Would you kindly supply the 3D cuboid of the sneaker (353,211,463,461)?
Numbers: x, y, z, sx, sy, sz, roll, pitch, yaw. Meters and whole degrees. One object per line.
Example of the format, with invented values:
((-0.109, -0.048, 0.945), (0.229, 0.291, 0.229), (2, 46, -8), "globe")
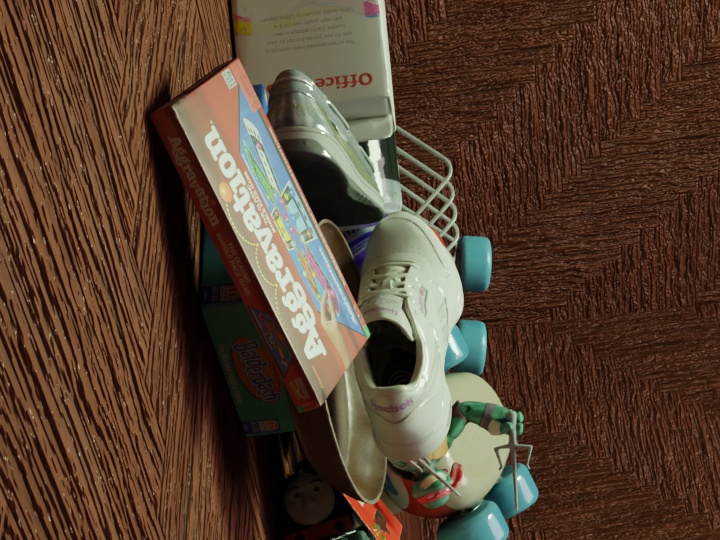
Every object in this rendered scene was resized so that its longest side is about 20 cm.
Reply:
((0.032, 0.030, 1.088), (0.100, 0.074, 0.201), (67, 17, -52), "sneaker")

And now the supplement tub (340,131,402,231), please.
((-0.029, -0.143, 1.440), (0.123, 0.121, 0.202), (56, 29, -82), "supplement tub")

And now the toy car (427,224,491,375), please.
((0.050, 0.030, 1.588), (0.200, 0.182, 0.179), (137, -44, -86), "toy car")

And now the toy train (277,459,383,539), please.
((-0.025, 0.214, 1.278), (0.200, 0.085, 0.115), (43, 28, -80), "toy train")

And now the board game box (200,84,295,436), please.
((-0.076, -0.008, 1.086), (0.153, 0.045, 0.201), (78, 8, -51), "board game box")

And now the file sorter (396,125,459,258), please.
((0.036, -0.062, 1.819), (0.125, 0.138, 0.200), (-48, 156, -18), "file sorter")

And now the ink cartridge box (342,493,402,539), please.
((-0.010, 0.127, 1.222), (0.201, 0.047, 0.160), (55, 3, 1), "ink cartridge box")

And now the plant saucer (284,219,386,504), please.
((-0.021, 0.066, 1.068), (0.200, 0.034, 0.202), (-11, 90, -79), "plant saucer")

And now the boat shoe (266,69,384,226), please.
((-0.027, -0.076, 1.076), (0.202, 0.074, 0.065), (47, 40, -70), "boat shoe")

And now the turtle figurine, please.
((0.049, 0.121, 1.245), (0.149, 0.100, 0.202), (-17, 86, -45), "turtle figurine")

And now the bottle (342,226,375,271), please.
((0.000, 0.000, 1.476), (0.065, 0.083, 0.200), (56, -7, -27), "bottle")

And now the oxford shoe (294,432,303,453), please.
((-0.034, 0.091, 1.387), (0.201, 0.071, 0.072), (-87, 172, -58), "oxford shoe")

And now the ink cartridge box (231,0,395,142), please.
((-0.040, -0.199, 1.322), (0.125, 0.127, 0.202), (61, 24, -81), "ink cartridge box")

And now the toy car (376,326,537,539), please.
((0.030, 0.183, 1.430), (0.185, 0.199, 0.177), (63, 28, -3), "toy car")

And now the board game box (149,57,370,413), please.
((-0.057, -0.023, 0.935), (0.201, 0.019, 0.103), (64, 28, -14), "board game box")
